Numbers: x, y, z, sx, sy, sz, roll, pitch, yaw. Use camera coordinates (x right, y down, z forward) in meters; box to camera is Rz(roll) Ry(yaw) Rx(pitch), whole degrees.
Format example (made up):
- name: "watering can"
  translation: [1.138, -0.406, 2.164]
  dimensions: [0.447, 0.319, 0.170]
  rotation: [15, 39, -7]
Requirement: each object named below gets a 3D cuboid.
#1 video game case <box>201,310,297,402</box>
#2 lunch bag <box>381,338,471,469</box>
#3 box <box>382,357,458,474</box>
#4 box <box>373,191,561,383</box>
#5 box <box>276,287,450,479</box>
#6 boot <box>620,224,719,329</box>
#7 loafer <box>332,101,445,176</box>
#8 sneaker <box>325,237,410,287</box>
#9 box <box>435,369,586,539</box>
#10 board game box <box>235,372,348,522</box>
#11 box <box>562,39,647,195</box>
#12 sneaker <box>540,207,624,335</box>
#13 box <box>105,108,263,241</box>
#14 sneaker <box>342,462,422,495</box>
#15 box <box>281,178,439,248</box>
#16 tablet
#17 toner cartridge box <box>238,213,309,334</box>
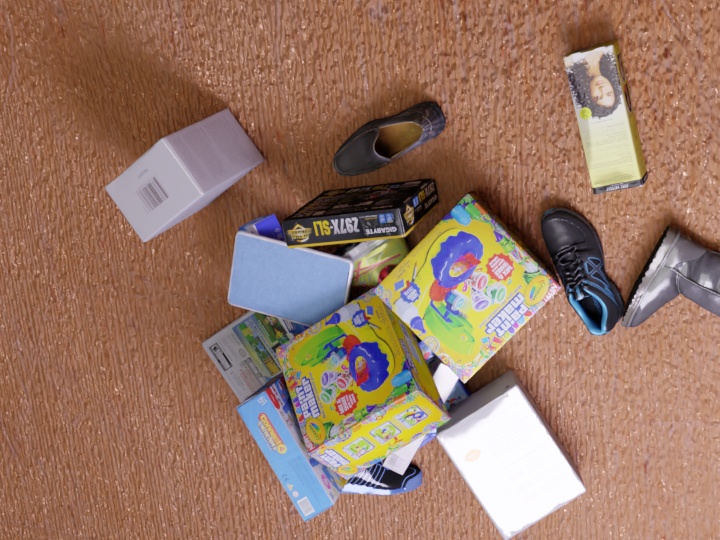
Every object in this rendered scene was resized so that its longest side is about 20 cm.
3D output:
- name: "video game case"
  translation: [-0.165, 0.170, 1.843]
  dimensions: [0.182, 0.022, 0.201]
  rotation: [-32, 93, 31]
- name: "lunch bag"
  translation: [0.086, 0.205, 1.713]
  dimensions: [0.199, 0.094, 0.151]
  rotation: [-34, 98, 18]
- name: "box"
  translation: [0.096, 0.232, 1.661]
  dimensions: [0.041, 0.039, 0.201]
  rotation: [25, 104, -8]
- name: "box"
  translation: [0.160, 0.021, 1.546]
  dimensions: [0.193, 0.122, 0.200]
  rotation: [44, 100, 2]
- name: "box"
  translation: [0.001, 0.174, 1.591]
  dimensions: [0.192, 0.122, 0.201]
  rotation: [-32, 50, 11]
- name: "boot"
  translation: [0.492, 0.047, 1.475]
  dimensions: [0.199, 0.073, 0.183]
  rotation: [27, 120, 6]
- name: "loafer"
  translation: [0.032, -0.195, 1.583]
  dimensions: [0.199, 0.072, 0.073]
  rotation: [-28, 97, 31]
- name: "sneaker"
  translation: [0.000, 0.000, 1.672]
  dimensions: [0.199, 0.078, 0.090]
  rotation: [-31, 104, 34]
- name: "box"
  translation: [0.233, 0.286, 1.629]
  dimensions: [0.152, 0.106, 0.201]
  rotation: [-33, 93, 8]
- name: "board game box"
  translation: [-0.095, 0.262, 1.619]
  dimensions: [0.056, 0.196, 0.201]
  rotation: [-31, 90, 12]
- name: "box"
  translation: [0.342, -0.211, 1.448]
  dimensions: [0.075, 0.050, 0.202]
  rotation: [-10, 105, 27]
- name: "sneaker"
  translation: [0.324, 0.001, 1.518]
  dimensions: [0.073, 0.082, 0.201]
  rotation: [-28, 95, 31]
- name: "box"
  translation: [-0.277, -0.155, 1.657]
  dimensions: [0.152, 0.200, 0.107]
  rotation: [-34, 95, 31]
- name: "sneaker"
  translation: [0.013, 0.330, 1.758]
  dimensions: [0.198, 0.070, 0.079]
  rotation: [2, 105, -16]
- name: "box"
  translation: [0.001, -0.088, 1.588]
  dimensions: [0.198, 0.160, 0.050]
  rotation: [-5, 107, 25]
- name: "tablet"
  translation: [-0.113, 0.019, 1.662]
  dimensions: [0.198, 0.014, 0.131]
  rotation: [15, 112, 11]
- name: "toner cartridge box"
  translation: [-0.130, 0.008, 1.724]
  dimensions: [0.201, 0.043, 0.095]
  rotation: [65, 159, -8]
